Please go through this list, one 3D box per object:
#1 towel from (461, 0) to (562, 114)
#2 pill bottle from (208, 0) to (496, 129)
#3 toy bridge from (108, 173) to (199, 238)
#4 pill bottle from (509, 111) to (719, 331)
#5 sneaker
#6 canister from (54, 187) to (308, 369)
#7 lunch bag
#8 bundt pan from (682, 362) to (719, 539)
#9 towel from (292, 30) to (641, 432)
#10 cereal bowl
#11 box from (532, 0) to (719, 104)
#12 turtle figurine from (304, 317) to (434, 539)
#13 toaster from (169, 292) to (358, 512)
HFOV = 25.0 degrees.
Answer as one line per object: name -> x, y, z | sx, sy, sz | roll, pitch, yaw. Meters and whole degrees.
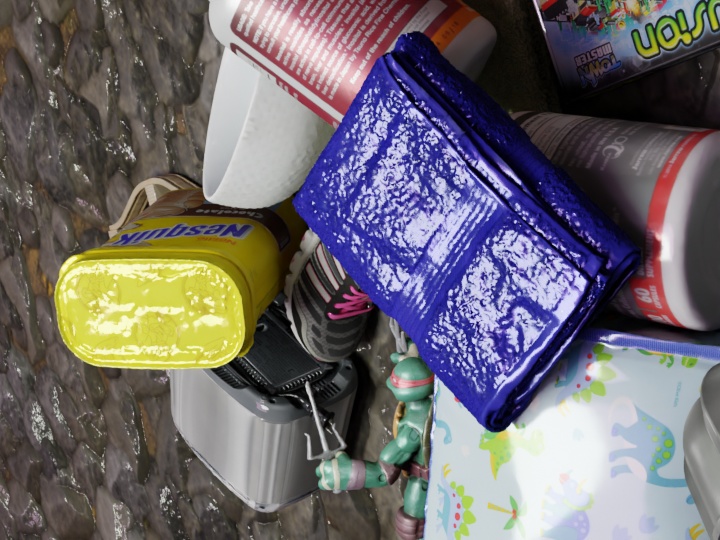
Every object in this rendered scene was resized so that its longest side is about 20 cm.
towel -> 0.079, -0.117, 1.104 | 0.148, 0.036, 0.201 | -10, 96, 53
pill bottle -> -0.022, -0.165, 1.039 | 0.200, 0.113, 0.113 | 37, 137, 6
toy bridge -> -0.177, -0.053, 1.488 | 0.200, 0.027, 0.068 | -12, 94, 55
pill bottle -> 0.131, -0.035, 0.972 | 0.199, 0.114, 0.115 | 10, 113, 39
sneaker -> 0.000, 0.000, 1.229 | 0.087, 0.073, 0.201 | 48, 134, 40
canister -> -0.131, -0.001, 1.267 | 0.148, 0.200, 0.087 | 0, 109, 14
lunch bag -> 0.137, 0.109, 0.977 | 0.199, 0.127, 0.171 | 6, 96, 20
bundt pan -> 0.248, 0.068, 0.824 | 0.076, 0.201, 0.202 | 61, 145, 35
towel -> 0.050, -0.023, 0.933 | 0.200, 0.049, 0.148 | 49, 122, 24
cereal bowl -> -0.052, -0.138, 1.198 | 0.200, 0.083, 0.201 | -167, 90, -77
box -> 0.179, -0.177, 0.943 | 0.200, 0.035, 0.111 | -19, 89, 55
turtle figurine -> 0.033, 0.126, 1.195 | 0.100, 0.150, 0.201 | 11, 125, 36
toaster -> -0.080, 0.108, 1.358 | 0.200, 0.113, 0.130 | 40, 138, 34
